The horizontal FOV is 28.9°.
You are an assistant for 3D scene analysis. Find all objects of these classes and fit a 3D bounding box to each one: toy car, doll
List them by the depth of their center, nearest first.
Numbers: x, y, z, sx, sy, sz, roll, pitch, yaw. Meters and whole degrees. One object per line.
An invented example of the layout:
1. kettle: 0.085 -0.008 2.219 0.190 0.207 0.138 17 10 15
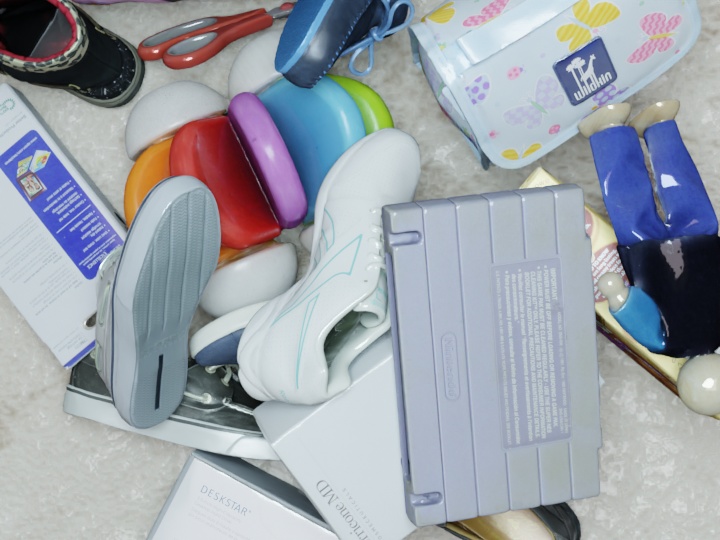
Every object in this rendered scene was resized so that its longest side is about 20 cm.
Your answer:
1. doll: 0.202 -0.008 0.879 0.136 0.048 0.200 -6 74 -24
2. toy car: -0.071 -0.070 0.966 0.200 0.150 0.175 -26 86 3

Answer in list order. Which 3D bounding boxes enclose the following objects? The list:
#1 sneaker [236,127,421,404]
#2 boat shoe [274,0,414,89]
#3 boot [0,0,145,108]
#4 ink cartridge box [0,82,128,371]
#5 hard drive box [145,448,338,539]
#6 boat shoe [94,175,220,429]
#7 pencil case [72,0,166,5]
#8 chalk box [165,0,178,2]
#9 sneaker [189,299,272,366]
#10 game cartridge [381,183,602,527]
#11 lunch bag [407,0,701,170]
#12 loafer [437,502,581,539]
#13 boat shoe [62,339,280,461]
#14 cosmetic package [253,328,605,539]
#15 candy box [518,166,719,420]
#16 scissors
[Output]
1. sneaker: 0.000 0.000 0.892 0.080 0.070 0.200 8 67 47
2. boat shoe: 0.007 -0.187 0.938 0.069 0.084 0.200 40 52 -17
3. boot: -0.260 -0.182 0.982 0.203 0.154 0.074 23 90 5
4. ink cartridge box: -0.234 -0.032 1.029 0.099 0.039 0.200 -39 81 2
5. hard drive box: -0.092 0.249 0.995 0.156 0.077 0.200 28 91 5
6. boat shoe: -0.147 0.015 0.915 0.067 0.073 0.200 38 128 29
7. pencil case: -0.117 -0.235 1.006 0.200 0.087 0.088 0 88 7
8. chalk box: -0.109 -0.243 0.858 0.125 0.200 0.124 -13 96 11
9. sneaker: -0.017 0.064 0.976 0.200 0.075 0.085 -7 76 -8
10. game cartridge: 0.084 0.051 0.862 0.129 0.038 0.200 -8 102 -16
11. lunch bag: 0.126 -0.153 0.928 0.169 0.200 0.127 -33 86 2
12. loafer: 0.067 0.150 0.987 0.200 0.072 0.073 26 92 6
13. boat shoe: -0.116 0.092 1.004 0.200 0.071 0.064 12 90 7
14. cosmetic package: 0.042 0.085 0.915 0.200 0.081 0.113 -39 106 -6
15. candy box: 0.180 0.016 0.960 0.200 0.117 0.056 39 91 4
16. scissors: -0.068 -0.192 1.032 0.200 0.073 0.014 -26 119 -16
